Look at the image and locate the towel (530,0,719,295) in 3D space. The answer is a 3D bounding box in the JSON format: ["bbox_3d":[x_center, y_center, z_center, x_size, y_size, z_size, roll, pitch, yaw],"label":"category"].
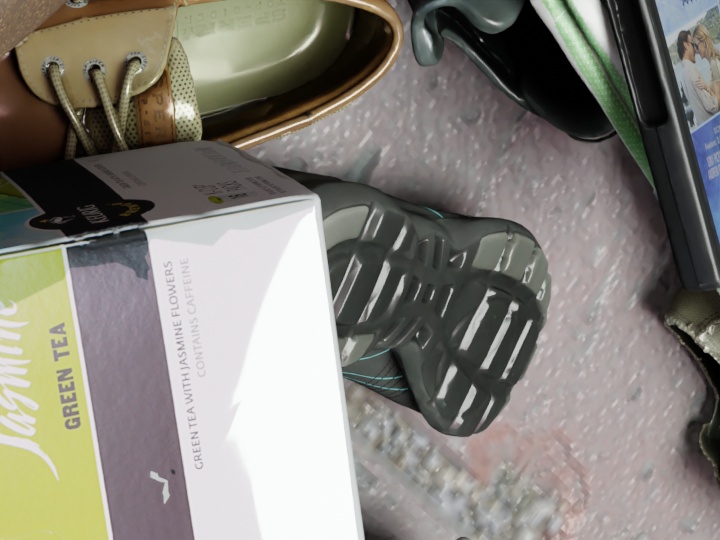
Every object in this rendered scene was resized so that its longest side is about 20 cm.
[{"bbox_3d":[0.130,-0.102,0.957,0.153,0.023,0.201,54,46,-28],"label":"towel"}]

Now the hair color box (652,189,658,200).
[{"bbox_3d":[0.213,-0.039,1.051,0.199,0.061,0.099,-29,84,-33],"label":"hair color box"}]

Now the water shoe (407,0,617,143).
[{"bbox_3d":[0.079,-0.074,0.961,0.199,0.071,0.079,19,59,-41],"label":"water shoe"}]

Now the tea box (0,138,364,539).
[{"bbox_3d":[-0.104,0.083,0.787,0.195,0.134,0.202,-10,102,-14],"label":"tea box"}]

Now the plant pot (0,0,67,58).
[{"bbox_3d":[-0.155,-0.103,0.750,0.199,0.186,0.188,-23,122,-45],"label":"plant pot"}]

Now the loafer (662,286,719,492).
[{"bbox_3d":[0.163,0.071,1.108,0.069,0.075,0.201,-31,115,-15],"label":"loafer"}]

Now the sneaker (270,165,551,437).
[{"bbox_3d":[0.000,0.000,0.959,0.200,0.079,0.076,29,86,-60],"label":"sneaker"}]

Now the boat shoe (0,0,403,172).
[{"bbox_3d":[-0.075,-0.059,0.873,0.199,0.074,0.076,-24,121,-26],"label":"boat shoe"}]

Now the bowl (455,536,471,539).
[{"bbox_3d":[0.030,0.200,0.978,0.201,0.090,0.202,90,26,-71],"label":"bowl"}]

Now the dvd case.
[{"bbox_3d":[0.117,-0.109,0.909,0.142,0.017,0.201,-27,104,-48],"label":"dvd case"}]
